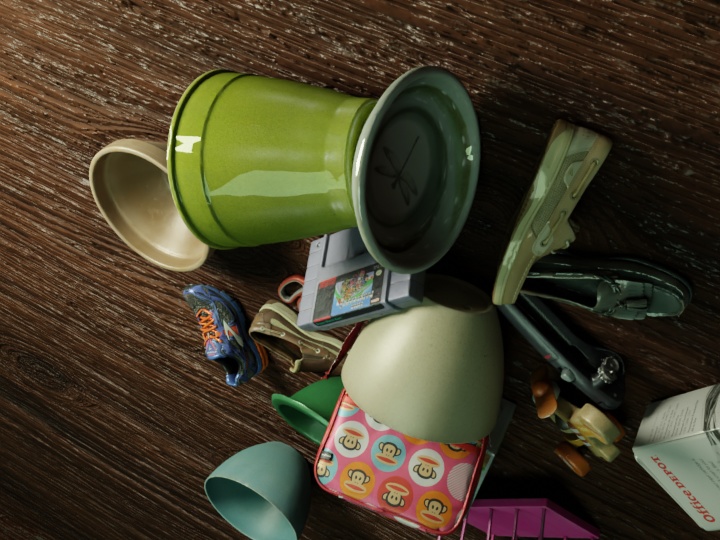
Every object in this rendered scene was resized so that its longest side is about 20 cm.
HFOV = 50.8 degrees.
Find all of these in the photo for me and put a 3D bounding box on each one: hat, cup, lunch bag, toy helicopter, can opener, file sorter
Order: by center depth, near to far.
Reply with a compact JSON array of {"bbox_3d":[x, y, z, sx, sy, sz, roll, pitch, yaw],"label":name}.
[{"bbox_3d":[0.252,0.169,0.883,0.132,0.079,0.200,46,175,10],"label":"toy helicopter"},{"bbox_3d":[0.230,0.087,0.884,0.200,0.063,0.079,42,140,-6],"label":"can opener"},{"bbox_3d":[0.091,0.089,0.912,0.200,0.200,0.143,24,114,16],"label":"cup"},{"bbox_3d":[0.057,0.222,0.956,0.200,0.176,0.082,19,164,11],"label":"lunch bag"},{"bbox_3d":[-0.012,0.163,1.103,0.166,0.176,0.200,39,158,-9],"label":"hat"},{"bbox_3d":[0.225,0.423,1.125,0.139,0.126,0.200,35,145,-31],"label":"file sorter"}]

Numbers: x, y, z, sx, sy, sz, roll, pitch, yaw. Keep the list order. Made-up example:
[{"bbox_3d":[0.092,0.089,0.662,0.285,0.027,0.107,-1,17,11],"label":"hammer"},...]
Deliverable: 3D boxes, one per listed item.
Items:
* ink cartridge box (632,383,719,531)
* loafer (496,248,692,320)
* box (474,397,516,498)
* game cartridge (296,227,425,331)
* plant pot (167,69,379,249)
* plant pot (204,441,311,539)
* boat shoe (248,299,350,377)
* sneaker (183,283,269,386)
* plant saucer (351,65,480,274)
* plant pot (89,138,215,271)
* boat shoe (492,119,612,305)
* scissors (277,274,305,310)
[{"bbox_3d":[0.427,0.196,0.825,0.146,0.084,0.200,46,140,-10],"label":"ink cartridge box"},{"bbox_3d":[0.243,0.021,0.811,0.200,0.063,0.072,15,135,25],"label":"loafer"},{"bbox_3d":[0.107,0.239,1.094,0.176,0.097,0.200,24,139,13],"label":"box"},{"bbox_3d":[0.000,0.000,0.922,0.038,0.130,0.200,32,147,-33],"label":"game cartridge"},{"bbox_3d":[-0.065,-0.115,0.813,0.193,0.200,0.201,6,131,27],"label":"plant pot"},{"bbox_3d":[-0.170,0.401,1.415,0.200,0.135,0.200,20,136,20],"label":"plant pot"},{"bbox_3d":[-0.079,0.130,1.140,0.202,0.075,0.075,32,140,7],"label":"boat shoe"},{"bbox_3d":[-0.221,0.104,1.218,0.075,0.078,0.200,-11,120,41],"label":"sneaker"},{"bbox_3d":[0.046,-0.098,0.742,0.050,0.200,0.200,16,136,37],"label":"plant saucer"},{"bbox_3d":[-0.264,-0.104,1.042,0.201,0.093,0.201,19,136,19],"label":"plant pot"},{"bbox_3d":[0.186,-0.046,0.754,0.064,0.071,0.200,20,117,4],"label":"boat shoe"},{"bbox_3d":[-0.051,0.015,1.059,0.073,0.014,0.200,46,141,-7],"label":"scissors"}]
